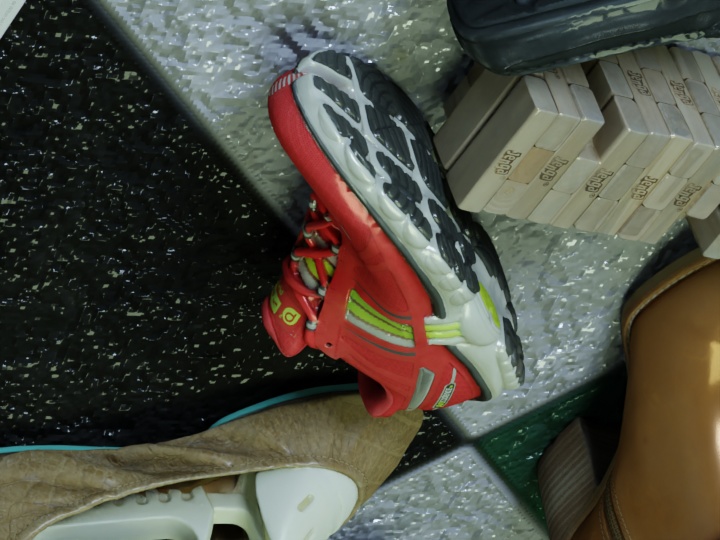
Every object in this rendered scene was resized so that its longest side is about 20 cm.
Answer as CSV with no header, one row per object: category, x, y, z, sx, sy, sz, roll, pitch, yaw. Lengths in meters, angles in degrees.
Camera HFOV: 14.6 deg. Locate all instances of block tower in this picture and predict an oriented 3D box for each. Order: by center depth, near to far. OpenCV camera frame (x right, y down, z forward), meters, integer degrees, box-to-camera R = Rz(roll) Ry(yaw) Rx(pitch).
block tower,0.123,-0.043,1.034,0.199,0.054,0.058,11,134,-33

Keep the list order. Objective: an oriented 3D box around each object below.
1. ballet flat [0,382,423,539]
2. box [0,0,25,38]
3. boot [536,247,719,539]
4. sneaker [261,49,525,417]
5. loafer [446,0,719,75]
ballet flat,-0.064,0.096,1.110,0.199,0.073,0.068,-7,139,-15
box,-0.138,-0.083,0.887,0.041,0.039,0.200,10,134,-34
boot,0.142,0.093,1.124,0.076,0.156,0.200,11,133,-32
sneaker,0.000,0.000,1.021,0.085,0.077,0.200,-19,142,9
loafer,0.128,-0.104,0.949,0.200,0.068,0.071,-20,133,-4
